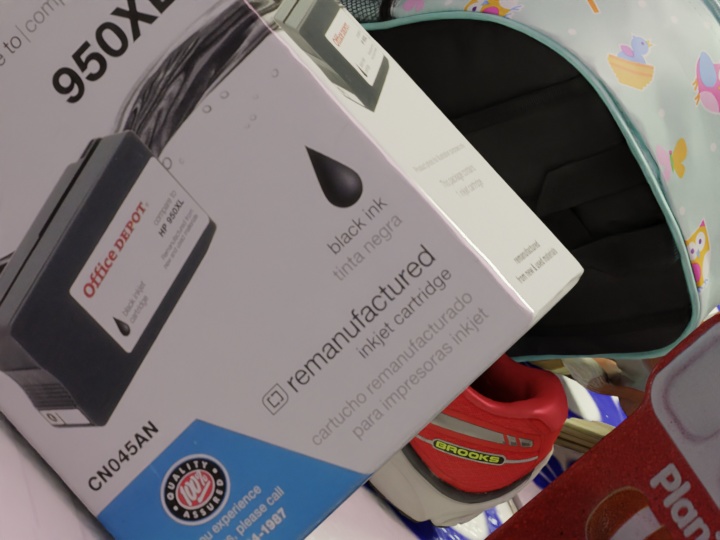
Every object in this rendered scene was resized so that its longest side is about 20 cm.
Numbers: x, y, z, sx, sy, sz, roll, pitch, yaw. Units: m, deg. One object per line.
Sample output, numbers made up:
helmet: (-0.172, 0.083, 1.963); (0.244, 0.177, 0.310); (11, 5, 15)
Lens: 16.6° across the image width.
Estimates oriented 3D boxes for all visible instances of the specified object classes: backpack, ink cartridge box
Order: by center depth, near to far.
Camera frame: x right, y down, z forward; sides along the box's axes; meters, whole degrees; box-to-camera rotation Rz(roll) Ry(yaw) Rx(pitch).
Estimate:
ink cartridge box: (-0.056, -0.019, 0.740); (0.200, 0.145, 0.084); (47, 17, 4)
backpack: (0.075, -0.056, 0.961); (0.199, 0.153, 0.177); (5, -53, 56)

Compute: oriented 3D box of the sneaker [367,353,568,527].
sneaker: (0.000, 0.000, 0.917); (0.200, 0.085, 0.077); (45, 27, -3)

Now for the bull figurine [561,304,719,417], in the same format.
bull figurine: (0.169, 0.046, 1.112); (0.121, 0.065, 0.199); (34, 14, 35)

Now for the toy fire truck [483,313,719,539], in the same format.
toy fire truck: (0.115, 0.133, 0.769); (0.112, 0.168, 0.201); (22, 29, -53)

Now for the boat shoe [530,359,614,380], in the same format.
boat shoe: (0.101, -0.009, 1.237); (0.065, 0.073, 0.201); (42, 27, -31)

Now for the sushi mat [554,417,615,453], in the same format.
sushi mat: (0.175, 0.098, 1.083); (0.199, 0.012, 0.096); (17, 2, 26)
